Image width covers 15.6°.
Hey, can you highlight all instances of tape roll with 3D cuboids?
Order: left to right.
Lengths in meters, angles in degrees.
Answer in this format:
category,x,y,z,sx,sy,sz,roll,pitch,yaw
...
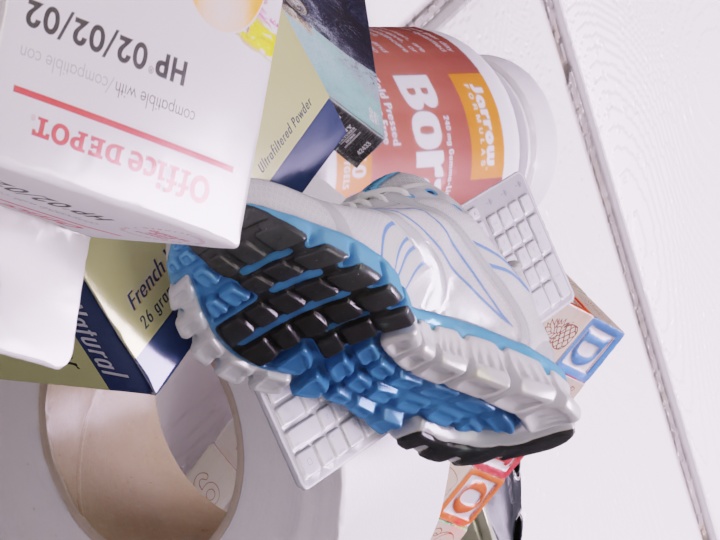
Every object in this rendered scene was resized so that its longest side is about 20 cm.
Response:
category,x,y,z,sx,sy,sz,roll,pitch,yaw
tape roll,-0.064,0.057,1.015,0.071,0.201,0.204,-15,104,-52

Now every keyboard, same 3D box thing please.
category,x,y,z,sx,sy,sz,roll,pitch,yaw
keyboard,0.021,0.018,0.965,0.200,0.011,0.057,-31,93,-52

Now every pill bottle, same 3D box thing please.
category,x,y,z,sx,sy,sz,roll,pitch,yaw
pill bottle,-0.001,-0.052,1.162,0.199,0.112,0.113,-8,98,-52

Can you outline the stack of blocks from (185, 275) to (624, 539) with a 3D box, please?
category,x,y,z,sx,sy,sz,roll,pitch,yaw
stack of blocks,0.009,0.072,1.143,0.200,0.059,0.115,-52,142,11

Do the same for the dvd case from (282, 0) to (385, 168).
category,x,y,z,sx,sy,sz,roll,pitch,yaw
dvd case,-0.071,-0.141,1.033,0.200,0.022,0.146,35,28,-28

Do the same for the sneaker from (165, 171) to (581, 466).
category,x,y,z,sx,sy,sz,roll,pitch,yaw
sneaker,0.000,0.000,0.894,0.200,0.075,0.087,31,44,-50

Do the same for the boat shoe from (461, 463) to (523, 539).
category,x,y,z,sx,sy,sz,roll,pitch,yaw
boat shoe,0.041,0.089,1.268,0.066,0.074,0.201,-56,131,-74

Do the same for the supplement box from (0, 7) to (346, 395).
category,x,y,z,sx,sy,sz,roll,pitch,yaw
supplement box,-0.150,-0.079,0.894,0.135,0.199,0.201,-55,132,-34

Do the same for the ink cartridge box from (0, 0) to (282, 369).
category,x,y,z,sx,sy,sz,roll,pitch,yaw
ink cartridge box,-0.083,-0.076,0.762,0.115,0.068,0.202,18,79,-50
